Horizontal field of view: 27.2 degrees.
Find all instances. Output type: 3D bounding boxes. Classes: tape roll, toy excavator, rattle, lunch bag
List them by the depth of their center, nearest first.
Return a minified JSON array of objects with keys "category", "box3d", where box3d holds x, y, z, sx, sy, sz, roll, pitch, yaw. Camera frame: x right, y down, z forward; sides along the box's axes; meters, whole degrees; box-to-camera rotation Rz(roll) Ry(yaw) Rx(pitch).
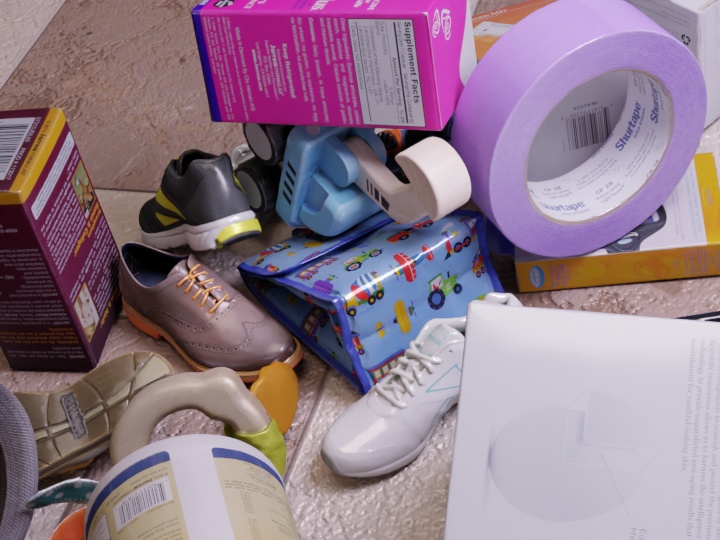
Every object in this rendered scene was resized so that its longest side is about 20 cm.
[{"category":"rattle","box3d":[-0.151,0.140,1.142,0.199,0.130,0.143,-35,28,14]},{"category":"tape roll","box3d":[0.172,-0.111,1.173,0.199,0.201,0.066,-25,43,-13]},{"category":"toy excavator","box3d":[0.001,-0.079,1.219,0.100,0.195,0.200,-31,66,-29]},{"category":"lunch bag","box3d":[0.000,0.000,1.256,0.150,0.095,0.200,-31,30,-21]}]

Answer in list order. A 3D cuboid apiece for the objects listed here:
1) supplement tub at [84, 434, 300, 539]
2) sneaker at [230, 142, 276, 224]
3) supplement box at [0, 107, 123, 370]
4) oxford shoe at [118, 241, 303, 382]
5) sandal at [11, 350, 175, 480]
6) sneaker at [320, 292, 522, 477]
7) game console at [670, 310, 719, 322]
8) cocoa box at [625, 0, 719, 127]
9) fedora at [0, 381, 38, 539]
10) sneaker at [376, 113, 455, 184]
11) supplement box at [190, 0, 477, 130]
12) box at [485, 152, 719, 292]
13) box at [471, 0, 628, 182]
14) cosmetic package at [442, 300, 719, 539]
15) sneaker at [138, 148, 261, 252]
[{"category":"supplement tub","box3d":[-0.099,0.222,0.978,0.143,0.145,0.201,-17,42,-5]},{"category":"sneaker","box3d":[-0.036,-0.106,1.380,0.200,0.074,0.088,-37,45,-11]},{"category":"supplement box","box3d":[-0.272,-0.023,1.250,0.085,0.201,0.111,-1,43,15]},{"category":"oxford shoe","box3d":[-0.134,0.033,1.247,0.199,0.073,0.071,21,51,32]},{"category":"sandal","box3d":[-0.234,0.126,1.183,0.199,0.054,0.081,-22,61,1]},{"category":"sneaker","box3d":[0.048,0.082,1.144,0.200,0.081,0.070,-33,47,-19]},{"category":"game console","box3d":[0.197,0.135,1.023,0.198,0.172,0.118,-10,15,4]},{"category":"cocoa box","box3d":[0.287,-0.249,1.401,0.131,0.134,0.200,-34,46,-23]},{"category":"fedora","box3d":[-0.334,0.152,1.106,0.176,0.202,0.090,-2,12,-23]},{"category":"sneaker","box3d":[0.076,-0.101,1.293,0.078,0.076,0.200,-5,6,-22]},{"category":"supplement box","box3d":[-0.018,-0.178,1.176,0.199,0.104,0.101,5,34,20]},{"category":"box","box3d":[0.207,-0.040,1.267,0.198,0.042,0.120,-6,42,12]},{"category":"box","box3d":[0.165,-0.163,1.334,0.124,0.098,0.200,-16,28,-8]},{"category":"cosmetic package","box3d":[0.163,0.136,0.951,0.198,0.123,0.201,5,76,14]},{"category":"sneaker","box3d":[-0.144,-0.065,1.307,0.074,0.085,0.200,-16,10,-28]}]
